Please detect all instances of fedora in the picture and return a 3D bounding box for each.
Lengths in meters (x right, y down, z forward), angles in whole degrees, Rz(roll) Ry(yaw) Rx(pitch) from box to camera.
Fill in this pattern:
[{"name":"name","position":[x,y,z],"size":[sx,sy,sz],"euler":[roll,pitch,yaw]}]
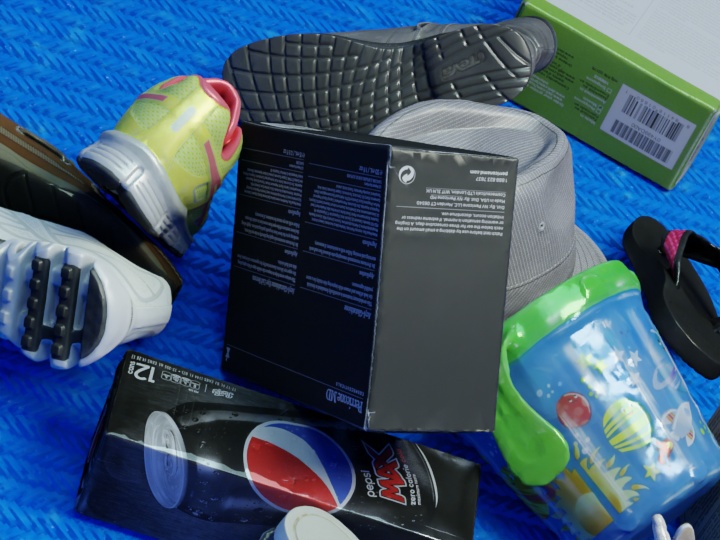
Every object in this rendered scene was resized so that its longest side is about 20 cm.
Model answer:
[{"name":"fedora","position":[0.062,-0.042,1.436],"size":[0.199,0.091,0.177],"euler":[-12,41,-31]}]

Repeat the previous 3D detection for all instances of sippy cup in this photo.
[{"name":"sippy cup","position":[0.128,0.086,1.341],"size":[0.177,0.140,0.131],"euler":[-26,73,-32]}]

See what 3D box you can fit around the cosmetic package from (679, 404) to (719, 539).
[{"name":"cosmetic package","position":[0.238,0.166,1.327],"size":[0.087,0.104,0.201],"euler":[15,44,-15]}]

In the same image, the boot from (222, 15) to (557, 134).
[{"name":"boot","position":[0.021,-0.123,1.538],"size":[0.199,0.070,0.132],"euler":[-1,9,10]}]

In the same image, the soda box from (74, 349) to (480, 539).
[{"name":"soda box","position":[-0.042,0.113,1.264],"size":[0.199,0.071,0.063],"euler":[18,42,-8]}]

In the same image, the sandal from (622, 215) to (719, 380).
[{"name":"sandal","position":[0.201,0.009,1.462],"size":[0.075,0.045,0.200],"euler":[40,14,-12]}]

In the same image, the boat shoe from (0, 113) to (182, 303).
[{"name":"boat shoe","position":[-0.183,-0.043,1.352],"size":[0.200,0.076,0.074],"euler":[35,30,0]}]

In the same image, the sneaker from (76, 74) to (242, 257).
[{"name":"sneaker","position":[-0.099,-0.064,1.344],"size":[0.078,0.090,0.200],"euler":[43,-3,-4]}]

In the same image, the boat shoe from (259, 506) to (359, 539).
[{"name":"boat shoe","position":[0.007,0.211,1.193],"size":[0.200,0.062,0.075],"euler":[51,31,14]}]

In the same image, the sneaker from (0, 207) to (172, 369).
[{"name":"sneaker","position":[-0.187,0.000,1.290],"size":[0.199,0.076,0.081],"euler":[22,16,30]}]

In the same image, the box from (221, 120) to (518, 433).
[{"name":"box","position":[0.000,0.000,1.278],"size":[0.078,0.142,0.200],"euler":[5,5,-25]}]

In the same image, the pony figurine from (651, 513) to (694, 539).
[{"name":"pony figurine","position":[0.147,0.238,1.128],"size":[0.166,0.200,0.194],"euler":[-3,48,-18]}]

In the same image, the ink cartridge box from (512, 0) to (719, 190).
[{"name":"ink cartridge box","position":[0.195,-0.165,1.663],"size":[0.147,0.076,0.200],"euler":[31,40,6]}]
